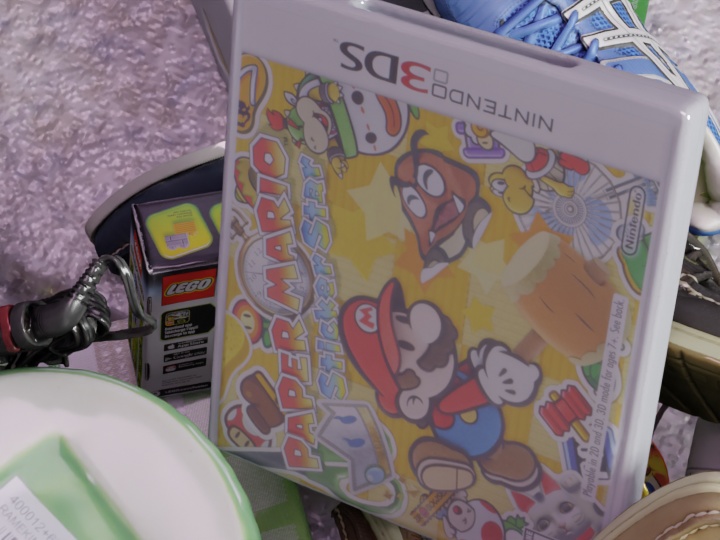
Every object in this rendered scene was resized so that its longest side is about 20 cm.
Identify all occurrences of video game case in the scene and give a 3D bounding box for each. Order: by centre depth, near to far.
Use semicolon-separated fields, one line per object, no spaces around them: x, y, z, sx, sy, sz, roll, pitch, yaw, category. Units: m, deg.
0.026;0.007;0.734;0.181;0.202;0.023;19;30;25;video game case

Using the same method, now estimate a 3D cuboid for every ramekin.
-0.127;0.137;0.796;0.198;0.098;0.202;1;63;-2;ramekin

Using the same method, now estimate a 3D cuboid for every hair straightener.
-0.146;0.021;0.823;0.077;0.199;0.041;-5;80;-44;hair straightener

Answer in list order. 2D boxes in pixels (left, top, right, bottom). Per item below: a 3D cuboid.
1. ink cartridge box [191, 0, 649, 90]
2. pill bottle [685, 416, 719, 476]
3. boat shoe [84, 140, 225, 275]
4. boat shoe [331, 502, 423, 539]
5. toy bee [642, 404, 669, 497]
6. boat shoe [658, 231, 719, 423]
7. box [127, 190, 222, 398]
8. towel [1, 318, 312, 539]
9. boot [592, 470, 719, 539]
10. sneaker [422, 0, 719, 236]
0.021;-0.151;0.968;0.199;0.083;0.147;-21;67;-9;ink cartridge box
0.183;0.101;0.791;0.113;0.114;0.202;12;83;5;pill bottle
-0.029;-0.031;0.910;0.198;0.075;0.062;-19;80;6;boat shoe
0.018;0.187;0.820;0.074;0.075;0.204;-22;66;0;boat shoe
0.094;0.092;0.845;0.198;0.131;0.110;-4;89;-14;toy bee
0.104;0.007;0.760;0.200;0.072;0.066;16;71;31;boat shoe
0.000;0.000;0.869;0.198;0.110;0.035;-9;59;-14;box
-0.130;0.094;0.884;0.198;0.031;0.150;-14;67;-7;towel
0.076;0.172;0.670;0.072;0.155;0.200;36;112;-3;boot
0.104;-0.090;0.887;0.200;0.077;0.076;38;101;-23;sneaker
